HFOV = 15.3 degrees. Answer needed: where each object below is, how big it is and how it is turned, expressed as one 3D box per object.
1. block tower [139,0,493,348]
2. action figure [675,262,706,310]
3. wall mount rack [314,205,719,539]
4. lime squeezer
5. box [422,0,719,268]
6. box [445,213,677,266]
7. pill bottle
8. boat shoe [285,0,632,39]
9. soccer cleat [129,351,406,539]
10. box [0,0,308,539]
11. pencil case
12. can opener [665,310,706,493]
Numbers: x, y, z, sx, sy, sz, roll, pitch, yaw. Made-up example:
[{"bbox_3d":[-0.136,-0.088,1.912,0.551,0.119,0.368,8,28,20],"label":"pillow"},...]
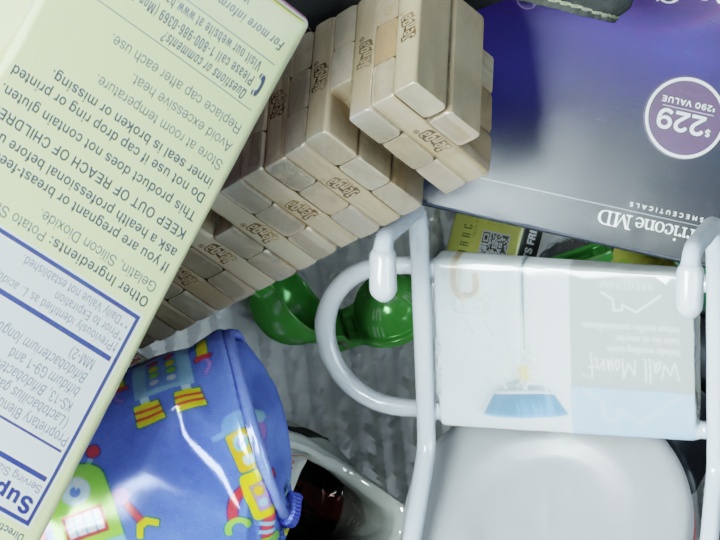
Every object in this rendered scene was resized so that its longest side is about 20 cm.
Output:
[{"bbox_3d":[-0.038,-0.033,0.958,0.054,0.199,0.058,36,44,-35],"label":"block tower"},{"bbox_3d":[0.193,0.007,1.168,0.118,0.055,0.201,-49,127,-23],"label":"action figure"},{"bbox_3d":[0.070,0.065,0.976,0.075,0.198,0.175,-44,134,-64],"label":"wall mount rack"},{"bbox_3d":[0.000,0.000,1.074,0.199,0.038,0.071,9,112,-20],"label":"lime squeezer"},{"bbox_3d":[0.058,-0.088,1.020,0.079,0.198,0.142,-16,117,-80],"label":"box"},{"bbox_3d":[0.128,-0.004,1.178,0.199,0.050,0.076,17,88,-38],"label":"box"},{"bbox_3d":[0.085,0.148,1.097,0.114,0.114,0.201,-45,149,-21],"label":"pill bottle"},{"bbox_3d":[0.003,-0.108,0.960,0.072,0.198,0.068,-37,136,-73],"label":"boat shoe"},{"bbox_3d":[-0.068,0.073,1.024,0.199,0.085,0.069,23,86,-38],"label":"soccer cleat"},{"bbox_3d":[-0.140,-0.029,0.893,0.096,0.175,0.201,35,78,-35],"label":"box"},{"bbox_3d":[-0.115,0.094,0.948,0.199,0.078,0.087,-24,83,3],"label":"pencil case"},{"bbox_3d":[0.136,0.062,1.151,0.079,0.063,0.200,-60,161,-11],"label":"can opener"}]
